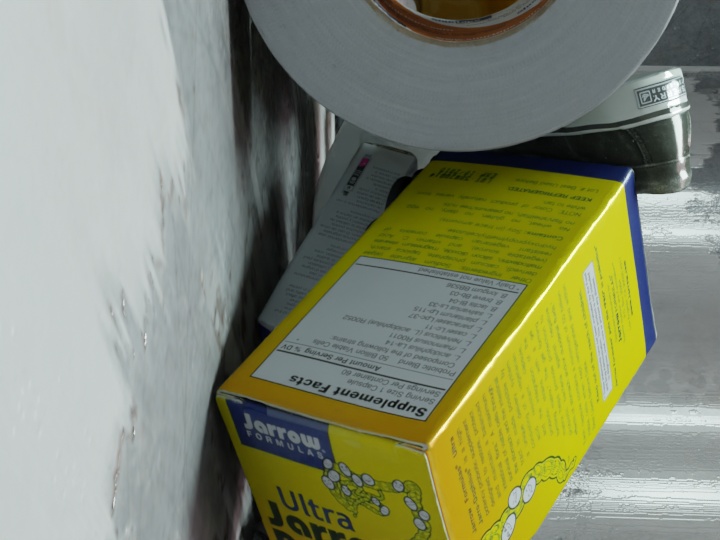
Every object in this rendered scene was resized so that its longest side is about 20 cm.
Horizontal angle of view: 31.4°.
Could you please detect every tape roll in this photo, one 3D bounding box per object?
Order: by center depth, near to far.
[{"bbox_3d":[0.045,-0.158,0.570,0.066,0.199,0.201,-78,169,-70],"label":"tape roll"}]

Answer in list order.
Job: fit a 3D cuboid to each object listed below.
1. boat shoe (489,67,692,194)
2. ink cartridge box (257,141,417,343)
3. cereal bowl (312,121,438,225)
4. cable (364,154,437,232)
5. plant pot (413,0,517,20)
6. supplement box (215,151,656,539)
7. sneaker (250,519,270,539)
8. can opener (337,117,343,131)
[{"bbox_3d":[0.107,-0.065,0.686,0.200,0.070,0.064,-167,-118,-72],"label":"boat shoe"},{"bbox_3d":[-0.017,0.062,0.749,0.197,0.043,0.200,87,26,-48],"label":"ink cartridge box"},{"bbox_3d":[0.058,-0.075,0.896,0.200,0.083,0.201,-41,-147,34],"label":"cereal bowl"},{"bbox_3d":[0.032,0.020,0.711,0.200,0.051,0.164,-37,140,-62],"label":"cable"},{"bbox_3d":[0.041,-0.181,0.737,0.189,0.200,0.202,142,-49,-73],"label":"plant pot"},{"bbox_3d":[0.045,0.044,0.593,0.200,0.108,0.110,-47,134,-38],"label":"supplement box"},{"bbox_3d":[-0.004,0.179,0.701,0.090,0.066,0.201,-36,144,-27],"label":"sneaker"},{"bbox_3d":[0.004,-0.096,1.173,0.053,0.067,0.201,-48,156,-55],"label":"can opener"}]
